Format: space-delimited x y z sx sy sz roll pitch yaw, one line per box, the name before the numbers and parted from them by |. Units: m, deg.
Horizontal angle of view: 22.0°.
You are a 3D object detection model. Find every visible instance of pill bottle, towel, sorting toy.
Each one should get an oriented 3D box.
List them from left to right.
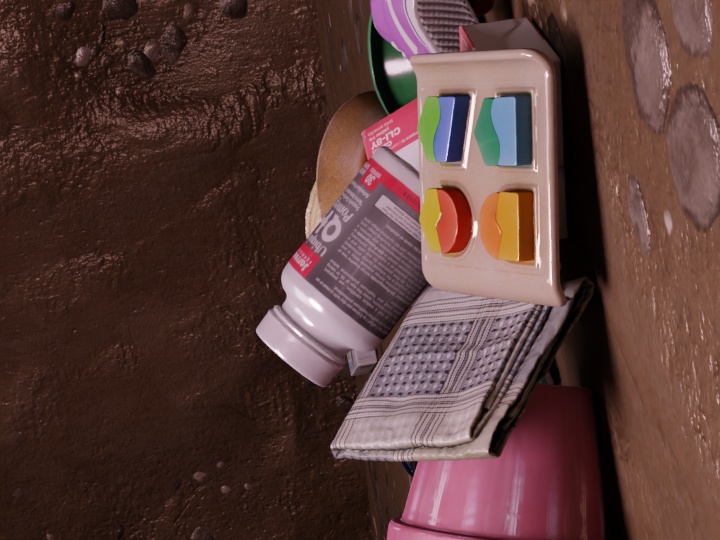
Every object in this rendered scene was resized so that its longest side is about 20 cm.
pill bottle | 0.000 0.000 1.629 0.110 0.201 0.111 38 -177 -2
towel | 0.079 0.074 1.508 0.199 0.193 0.035 -7 130 48
sorting toy | 0.095 -0.074 1.483 0.184 0.036 0.203 7 105 58

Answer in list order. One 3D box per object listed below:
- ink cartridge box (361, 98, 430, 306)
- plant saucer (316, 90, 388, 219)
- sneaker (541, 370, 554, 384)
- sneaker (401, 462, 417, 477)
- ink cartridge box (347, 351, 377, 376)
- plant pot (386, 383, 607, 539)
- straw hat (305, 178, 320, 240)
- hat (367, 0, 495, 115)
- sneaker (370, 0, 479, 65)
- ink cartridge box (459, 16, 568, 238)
ink cartridge box | 0.086 -0.042 1.759 0.145 0.083 0.202 38 -148 -47
plant saucer | 0.035 -0.082 1.863 0.035 0.199 0.203 -3 97 41
sneaker | 0.150 0.160 1.763 0.081 0.076 0.202 -110 10 -56
sneaker | 0.092 0.267 2.610 0.201 0.069 0.079 94 173 -63
ink cartridge box | -0.008 0.106 3.598 0.200 0.044 0.178 114 146 -80
plant pot | 0.124 0.183 1.553 0.200 0.197 0.181 158 118 -85
straw hat | 0.035 -0.055 1.957 0.085 0.199 0.204 -88 -10 -87
hat | 0.117 -0.219 1.803 0.200 0.174 0.167 -45 -58 -50
sneaker | 0.074 -0.195 1.692 0.114 0.072 0.202 26 147 55
ink cartridge box | 0.131 -0.100 1.578 0.117 0.067 0.202 -109 13 -63
